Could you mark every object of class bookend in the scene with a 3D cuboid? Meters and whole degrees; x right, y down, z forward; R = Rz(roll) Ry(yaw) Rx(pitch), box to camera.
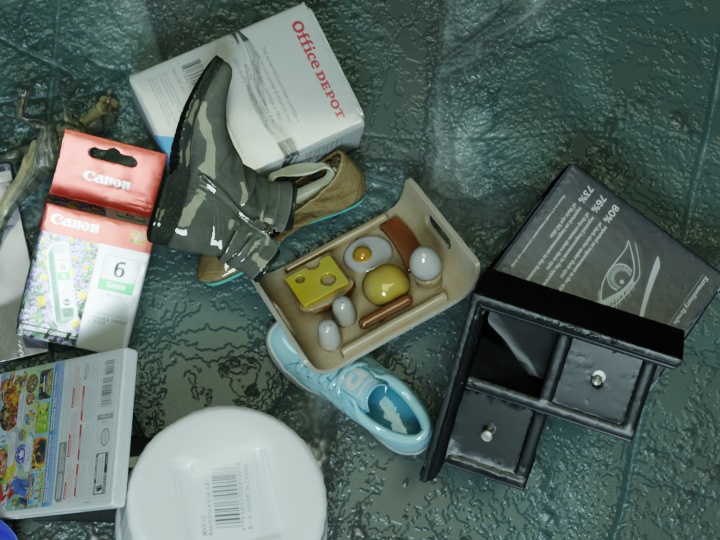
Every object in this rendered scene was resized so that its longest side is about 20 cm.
[{"bbox_3d":[0.180,0.127,1.317,0.198,0.092,0.201,18,109,9],"label":"bookend"}]

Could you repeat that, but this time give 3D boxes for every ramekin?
[{"bbox_3d":[-0.123,0.220,1.259,0.200,0.098,0.201,4,67,-8],"label":"ramekin"}]

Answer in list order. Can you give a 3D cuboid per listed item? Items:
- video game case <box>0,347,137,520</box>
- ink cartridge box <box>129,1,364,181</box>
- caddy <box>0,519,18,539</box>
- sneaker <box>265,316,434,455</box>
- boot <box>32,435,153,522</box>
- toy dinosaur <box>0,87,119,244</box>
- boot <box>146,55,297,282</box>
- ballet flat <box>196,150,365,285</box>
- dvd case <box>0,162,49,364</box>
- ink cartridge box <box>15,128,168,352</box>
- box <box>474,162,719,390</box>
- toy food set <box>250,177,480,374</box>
[{"bbox_3d":[-0.285,0.155,1.284,0.018,0.200,0.144,23,63,-48],"label":"video game case"},{"bbox_3d":[-0.115,-0.161,1.416,0.200,0.084,0.145,-25,80,-10],"label":"ink cartridge box"},{"bbox_3d":[-0.400,0.294,1.274,0.199,0.105,0.142,11,54,-3],"label":"caddy"},{"bbox_3d":[-0.006,0.106,1.370,0.200,0.082,0.074,34,75,2],"label":"sneaker"},{"bbox_3d":[-0.215,0.236,1.321,0.199,0.066,0.165,9,64,-10],"label":"boot"},{"bbox_3d":[-0.329,-0.124,1.394,0.088,0.047,0.200,43,73,-8],"label":"toy dinosaur"},{"bbox_3d":[-0.120,-0.096,1.337,0.130,0.068,0.201,17,77,-14],"label":"boot"},{"bbox_3d":[-0.087,-0.062,1.389,0.200,0.072,0.068,-29,38,-10],"label":"ballet flat"},{"bbox_3d":[-0.404,0.002,1.382,0.148,0.016,0.201,-13,79,-9],"label":"dvd case"},{"bbox_3d":[-0.259,-0.025,1.341,0.109,0.050,0.201,13,102,-14],"label":"ink cartridge box"},{"bbox_3d":[0.241,0.015,1.407,0.200,0.104,0.148,38,77,3],"label":"box"},{"bbox_3d":[0.000,0.000,1.374,0.200,0.060,0.144,-28,53,-12],"label":"toy food set"}]
